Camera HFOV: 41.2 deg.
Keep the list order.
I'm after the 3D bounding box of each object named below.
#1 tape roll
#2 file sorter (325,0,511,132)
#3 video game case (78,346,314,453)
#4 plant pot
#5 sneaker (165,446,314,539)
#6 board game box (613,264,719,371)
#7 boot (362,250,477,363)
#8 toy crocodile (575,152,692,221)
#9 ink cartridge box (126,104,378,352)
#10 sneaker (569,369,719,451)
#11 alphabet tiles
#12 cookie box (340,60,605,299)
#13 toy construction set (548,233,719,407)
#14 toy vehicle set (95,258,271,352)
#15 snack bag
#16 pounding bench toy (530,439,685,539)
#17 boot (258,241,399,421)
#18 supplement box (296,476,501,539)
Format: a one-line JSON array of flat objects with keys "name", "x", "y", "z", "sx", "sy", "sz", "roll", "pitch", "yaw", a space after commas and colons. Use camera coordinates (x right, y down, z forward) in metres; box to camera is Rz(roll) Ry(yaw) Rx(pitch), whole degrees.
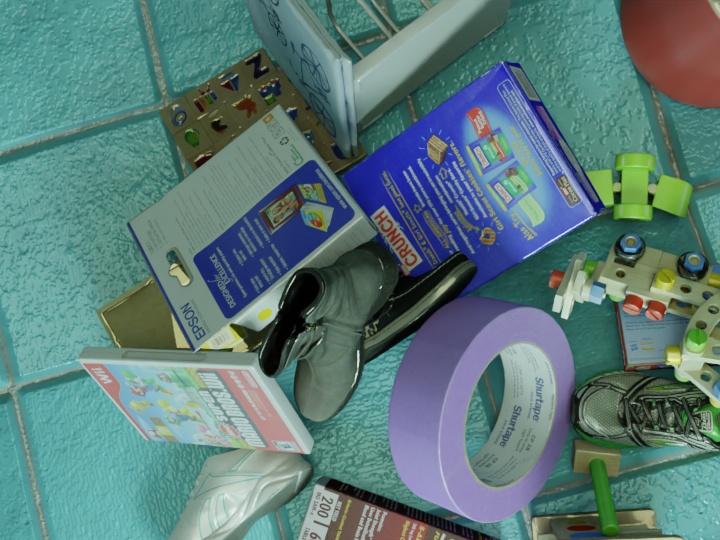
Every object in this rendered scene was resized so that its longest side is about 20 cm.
[{"name": "tape roll", "x": 0.117, "y": 0.127, "z": 0.894, "sx": 0.065, "sy": 0.199, "sz": 0.202, "roll": 11, "pitch": 86, "yaw": 46}, {"name": "file sorter", "x": 0.038, "y": -0.263, "z": 0.949, "sx": 0.200, "sy": 0.139, "sz": 0.125, "roll": -38, "pitch": 80, "yaw": -6}, {"name": "video game case", "x": -0.158, "y": 0.126, "z": 0.924, "sx": 0.199, "sy": 0.143, "sz": 0.018, "roll": 0, "pitch": 48, "yaw": 26}, {"name": "plant pot", "x": 0.364, "y": -0.263, "z": 0.899, "sx": 0.199, "sy": 0.177, "sz": 0.202, "roll": 0, "pitch": 91, "yaw": 2}, {"name": "sneaker", "x": -0.143, "y": 0.239, "z": 0.978, "sx": 0.200, "sy": 0.070, "sz": 0.080, "roll": -40, "pitch": 69, "yaw": -2}, {"name": "board game box", "x": 0.356, "y": 0.043, "z": 0.949, "sx": 0.198, "sy": 0.019, "sz": 0.104, "roll": -4, "pitch": 65, "yaw": 5}, {"name": "boot", "x": -0.001, "y": 0.001, "z": 0.921, "sx": 0.203, "sy": 0.073, "sz": 0.154, "roll": -38, "pitch": 78, "yaw": 30}, {"name": "toy crocodile", "x": 0.234, "y": -0.082, "z": 0.971, "sx": 0.198, "sy": 0.062, "sz": 0.068, "roll": 2, "pitch": 86, "yaw": 10}, {"name": "ink cartridge box", "x": -0.109, "y": -0.040, "z": 0.926, "sx": 0.200, "sy": 0.047, "sz": 0.198, "roll": -39, "pitch": 51, "yaw": 4}, {"name": "sneaker", "x": 0.300, "y": 0.134, "z": 0.921, "sx": 0.198, "sy": 0.085, "sz": 0.079, "roll": 1, "pitch": 83, "yaw": -3}, {"name": "alphabet tiles", "x": -0.091, "y": -0.155, "z": 1.014, "sx": 0.199, "sy": 0.008, "sz": 0.168, "roll": -32, "pitch": 76, "yaw": -2}, {"name": "cookie box", "x": 0.108, "y": -0.077, "z": 0.938, "sx": 0.199, "sy": 0.075, "sz": 0.172, "roll": -32, "pitch": 84, "yaw": 23}, {"name": "toy construction set", "x": 0.275, "y": 0.035, "z": 0.906, "sx": 0.199, "sy": 0.092, "sz": 0.132, "roll": 25, "pitch": 65, "yaw": 6}, {"name": "toy vehicle set", "x": -0.162, "y": 0.044, "z": 1.007, "sx": 0.199, "sy": 0.027, "sz": 0.125, "roll": -31, "pitch": 83, "yaw": 2}, {"name": "snack bag", "x": -0.063, "y": -0.222, "z": 0.925, "sx": 0.021, "sy": 0.189, "sz": 0.200, "roll": -33, "pitch": 71, "yaw": -8}, {"name": "pounding bench toy", "x": 0.229, "y": 0.264, "z": 0.892, "sx": 0.123, "sy": 0.156, "sz": 0.202, "roll": -4, "pitch": 85, "yaw": 5}, {"name": "boot", "x": -0.048, "y": 0.066, "z": 0.843, "sx": 0.068, "sy": 0.130, "sz": 0.201, "roll": 35, "pitch": 122, "yaw": 23}, {"name": "supplement box", "x": 0.034, "y": 0.292, "z": 0.955, "sx": 0.199, "sy": 0.061, "sz": 0.110, "roll": 18, "pitch": 87, "yaw": 5}]
